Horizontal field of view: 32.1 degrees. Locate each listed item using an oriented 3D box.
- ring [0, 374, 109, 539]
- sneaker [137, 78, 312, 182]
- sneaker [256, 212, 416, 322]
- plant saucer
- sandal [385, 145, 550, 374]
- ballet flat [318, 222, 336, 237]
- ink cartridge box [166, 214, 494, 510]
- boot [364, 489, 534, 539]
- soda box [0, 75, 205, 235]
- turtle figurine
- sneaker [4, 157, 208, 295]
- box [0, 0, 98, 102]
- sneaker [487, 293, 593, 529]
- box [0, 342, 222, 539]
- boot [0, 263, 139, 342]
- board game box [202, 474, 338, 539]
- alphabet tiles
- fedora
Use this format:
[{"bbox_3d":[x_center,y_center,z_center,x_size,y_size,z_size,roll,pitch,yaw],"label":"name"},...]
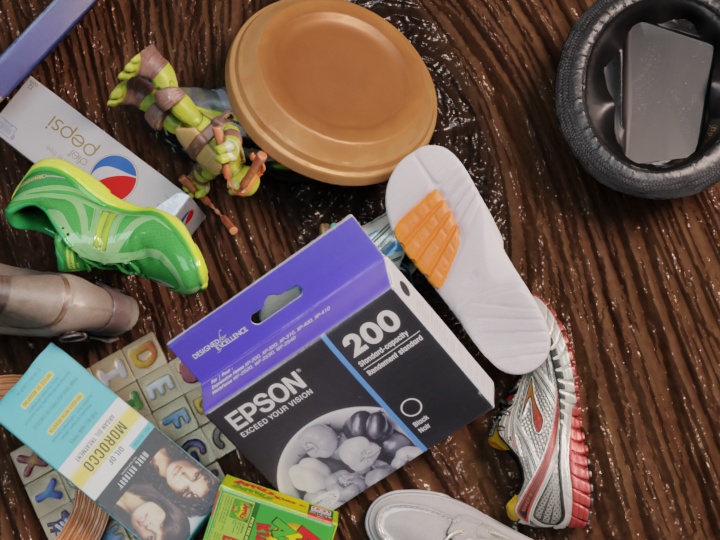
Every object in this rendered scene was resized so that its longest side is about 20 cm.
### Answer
[{"bbox_3d":[-0.313,0.194,1.110,0.198,0.019,0.202,-1,77,5],"label":"ring"},{"bbox_3d":[-0.116,-0.143,1.159,0.198,0.074,0.081,17,59,11],"label":"sneaker"},{"bbox_3d":[0.000,0.000,1.099,0.199,0.072,0.073,-30,62,-2],"label":"sneaker"},{"bbox_3d":[-0.021,-0.169,1.116,0.198,0.038,0.202,10,59,-16],"label":"plant saucer"},{"bbox_3d":[0.089,-0.004,1.054,0.079,0.059,0.208,-29,84,5],"label":"sandal"},{"bbox_3d":[0.002,0.055,1.061,0.072,0.068,0.201,-30,112,14],"label":"ballet flat"},{"bbox_3d":[-0.024,0.086,1.016,0.197,0.043,0.200,-35,112,16],"label":"ink cartridge box"},{"bbox_3d":[0.095,0.229,1.022,0.198,0.096,0.074,17,79,10],"label":"boot"},{"bbox_3d":[-0.241,-0.091,1.151,0.199,0.068,0.064,37,84,13],"label":"soda box"},{"bbox_3d":[-0.136,-0.118,1.070,0.161,0.200,0.064,44,73,-5],"label":"turtle figurine"},{"bbox_3d":[-0.214,-0.021,1.054,0.199,0.074,0.084,25,57,19],"label":"sneaker"},{"bbox_3d":[-0.283,-0.233,1.165,0.032,0.121,0.200,42,84,-17],"label":"box"},{"bbox_3d":[0.146,0.117,1.054,0.081,0.078,0.202,-6,76,6],"label":"sneaker"},{"bbox_3d":[-0.213,0.157,1.073,0.199,0.049,0.082,38,78,4],"label":"box"},{"bbox_3d":[-0.286,0.033,1.112,0.145,0.200,0.071,13,86,-27],"label":"boot"},{"bbox_3d":[-0.096,0.282,1.026,0.101,0.048,0.202,18,91,-1],"label":"board game box"},{"bbox_3d":[-0.207,0.158,1.118,0.199,0.006,0.167,-29,75,-1],"label":"alphabet tiles"},{"bbox_3d":[0.260,-0.151,1.098,0.198,0.092,0.203,-1,76,6],"label":"fedora"}]
